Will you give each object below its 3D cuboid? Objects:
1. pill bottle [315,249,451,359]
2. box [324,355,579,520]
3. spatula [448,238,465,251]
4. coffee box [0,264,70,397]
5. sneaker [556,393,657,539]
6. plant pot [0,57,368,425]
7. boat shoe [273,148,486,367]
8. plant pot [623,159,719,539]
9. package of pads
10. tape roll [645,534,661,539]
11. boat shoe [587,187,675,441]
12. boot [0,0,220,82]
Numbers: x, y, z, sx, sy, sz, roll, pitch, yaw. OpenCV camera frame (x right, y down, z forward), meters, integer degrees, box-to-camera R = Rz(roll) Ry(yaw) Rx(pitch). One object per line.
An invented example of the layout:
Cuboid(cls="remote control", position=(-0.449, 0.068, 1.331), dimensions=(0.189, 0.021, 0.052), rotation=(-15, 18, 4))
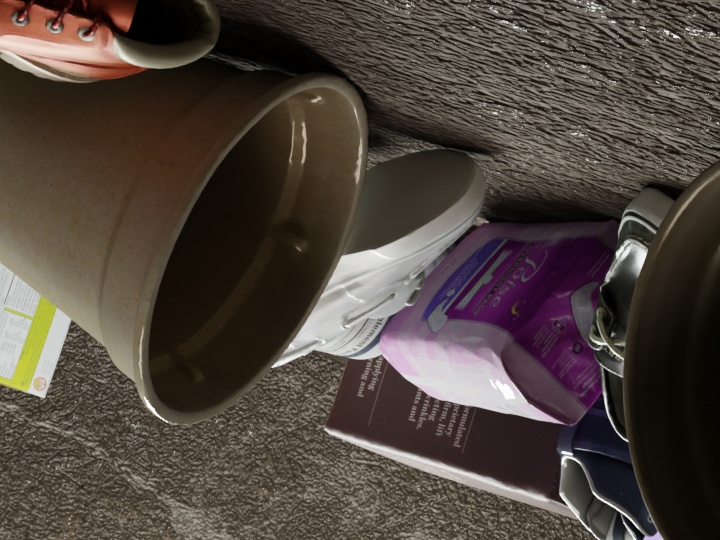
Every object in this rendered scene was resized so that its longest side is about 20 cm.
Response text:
Cuboid(cls="pill bottle", position=(-0.025, 0.000, 1.470), dimensions=(0.200, 0.111, 0.111), rotation=(15, 177, -34))
Cuboid(cls="box", position=(0.111, 0.085, 1.604), dimensions=(0.200, 0.166, 0.164), rotation=(15, 172, 29))
Cuboid(cls="spatula", position=(0.151, 0.004, 1.444), dimensions=(0.199, 0.021, 0.057), rotation=(16, 174, 20))
Cuboid(cls="coffee box", position=(-0.492, 0.030, 2.698), dimensions=(0.197, 0.201, 0.200), rotation=(22, 172, -29))
Cuboid(cls="sneaker", position=(0.218, 0.125, 1.358), dimensions=(0.202, 0.147, 0.077), rotation=(26, 159, -15))
Cuboid(cls="plant pot", position=(-0.126, -0.047, 1.131), dimensions=(0.183, 0.201, 0.200), rotation=(27, 178, 23))
Cuboid(cls="boat shoe", position=(0.000, 0.000, 1.229), dimensions=(0.200, 0.072, 0.068), rotation=(-33, 128, 22))
Cuboid(cls="plant pot", position=(0.243, 0.049, 0.939), dimensions=(0.173, 0.201, 0.200), rotation=(3, -179, -25))
Cuboid(cls="package of pads", position=(0.100, 0.030, 1.331), dimensions=(0.076, 0.121, 0.200), rotation=(44, 166, -17))
Cuboid(cls="tape roll", position=(0.369, 0.254, 2.181), dimensions=(0.200, 0.201, 0.085), rotation=(23, 173, -37))
Cuboid(cls="boat shoe", position=(0.164, 0.034, 1.176), dimensions=(0.071, 0.064, 0.200), rotation=(39, 160, 31))
Cuboid(cls="boot", position=(-0.155, -0.132, 0.940), dimensions=(0.107, 0.075, 0.200), rotation=(8, 177, 43))
